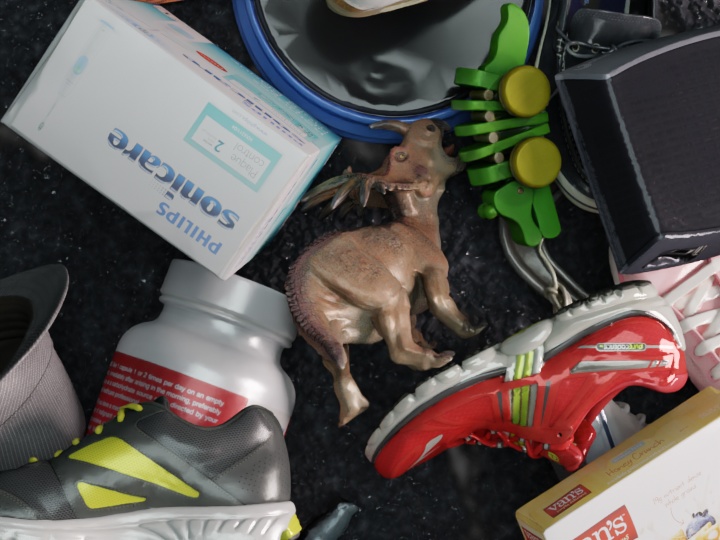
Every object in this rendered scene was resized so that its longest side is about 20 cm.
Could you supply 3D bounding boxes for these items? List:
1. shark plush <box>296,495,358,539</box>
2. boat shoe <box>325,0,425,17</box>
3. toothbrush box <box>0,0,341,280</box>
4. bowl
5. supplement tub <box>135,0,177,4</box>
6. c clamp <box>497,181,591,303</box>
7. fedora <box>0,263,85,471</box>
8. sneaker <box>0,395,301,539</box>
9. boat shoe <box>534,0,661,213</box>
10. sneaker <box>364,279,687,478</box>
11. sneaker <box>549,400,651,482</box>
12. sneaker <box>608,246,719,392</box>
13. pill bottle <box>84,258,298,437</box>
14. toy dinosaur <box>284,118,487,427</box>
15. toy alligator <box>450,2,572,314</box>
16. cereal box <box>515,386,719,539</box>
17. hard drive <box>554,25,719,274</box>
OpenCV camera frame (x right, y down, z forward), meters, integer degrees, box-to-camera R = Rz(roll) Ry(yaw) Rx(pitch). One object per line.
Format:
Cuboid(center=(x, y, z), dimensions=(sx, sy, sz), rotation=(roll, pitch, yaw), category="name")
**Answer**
Cuboid(center=(-0.060, 0.230, 1.063), dimensions=(0.083, 0.091, 0.201), rotation=(32, 65, -24), category="shark plush")
Cuboid(center=(0.057, -0.212, 1.054), dimensions=(0.199, 0.068, 0.075), rotation=(-28, 82, -27), category="boat shoe")
Cuboid(center=(-0.098, -0.079, 0.996), dimensions=(0.146, 0.200, 0.086), rotation=(36, 99, 0), category="toothbrush box")
Cuboid(center=(0.018, -0.181, 1.102), dimensions=(0.198, 0.039, 0.203), rotation=(0, 84, -4), category="bowl")
Cuboid(center=(-0.129, -0.269, 1.057), dimensions=(0.121, 0.123, 0.202), rotation=(-10, 86, -5), category="supplement tub")
Cuboid(center=(0.192, -0.038, 1.108), dimensions=(0.200, 0.027, 0.171), rotation=(-39, 89, -7), category="c clamp")
Cuboid(center=(-0.228, 0.089, 1.006), dimensions=(0.199, 0.177, 0.091), rotation=(-25, 116, 14), category="fedora")
Cuboid(center=(-0.131, 0.110, 0.942), dimensions=(0.198, 0.074, 0.086), rotation=(1, 77, -9), category="sneaker")
Cuboid(center=(0.148, -0.136, 1.082), dimensions=(0.074, 0.062, 0.202), rotation=(8, 75, -14), category="boat shoe")
Cuboid(center=(0.093, 0.080, 1.004), dimensions=(0.199, 0.077, 0.086), rotation=(-28, 82, 17), category="sneaker")
Cuboid(center=(0.163, 0.119, 1.077), dimensions=(0.070, 0.073, 0.202), rotation=(-26, 96, -15), category="sneaker")
Cuboid(center=(0.229, 0.048, 1.050), dimensions=(0.075, 0.105, 0.201), rotation=(-34, 98, -9), category="sneaker")
Cuboid(center=(-0.104, 0.102, 1.029), dimensions=(0.111, 0.112, 0.202), rotation=(20, 84, -2), category="pill bottle")
Cuboid(center=(0.000, 0.000, 1.026), dimensions=(0.086, 0.200, 0.136), rotation=(-31, 94, 37), category="toy dinosaur")
Cuboid(center=(0.087, -0.057, 1.059), dimensions=(0.054, 0.059, 0.202), rotation=(-11, 98, -12), category="toy alligator")
Cuboid(center=(0.186, 0.187, 1.022), dimensions=(0.143, 0.039, 0.201), rotation=(-31, 114, -15), category="cereal box")
Cuboid(center=(0.216, -0.081, 1.052), dimensions=(0.199, 0.042, 0.136), rotation=(-16, 86, -34), category="hard drive")
